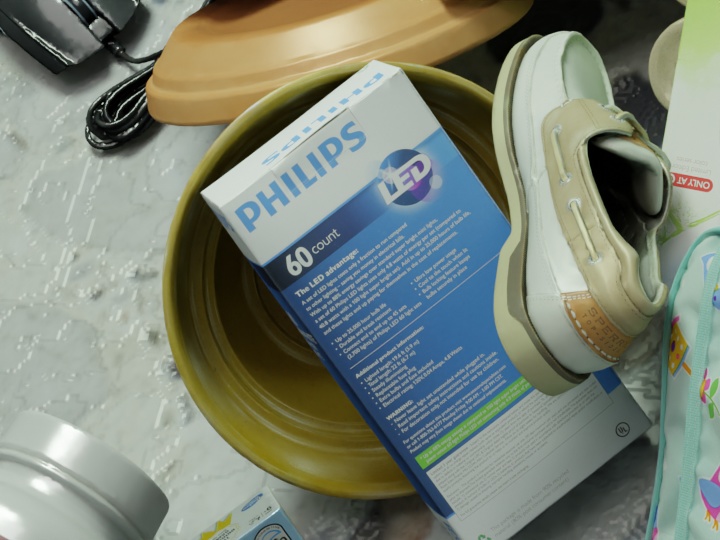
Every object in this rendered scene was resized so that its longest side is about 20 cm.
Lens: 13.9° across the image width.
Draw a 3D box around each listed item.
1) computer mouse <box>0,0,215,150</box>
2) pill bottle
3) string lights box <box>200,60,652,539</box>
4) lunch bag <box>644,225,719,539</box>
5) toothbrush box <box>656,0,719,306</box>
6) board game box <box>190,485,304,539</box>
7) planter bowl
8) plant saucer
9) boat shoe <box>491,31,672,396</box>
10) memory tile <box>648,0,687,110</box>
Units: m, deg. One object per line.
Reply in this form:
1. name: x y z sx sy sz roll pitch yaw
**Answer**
1. computer mouse: -0.140 -0.167 1.604 0.140 0.046 0.200 -40 52 -6
2. pill bottle: -0.175 0.170 1.353 0.112 0.113 0.201 19 67 32
3. string lights box: 0.030 0.017 1.316 0.103 0.200 0.059 -37 13 -4
4. lunch bag: 0.182 0.083 1.208 0.160 0.077 0.202 13 96 58
5. toothbrush box: 0.218 -0.071 1.304 0.145 0.086 0.201 13 97 28
6. board game box: -0.082 0.206 1.278 0.200 0.135 0.034 -36 18 -2
7. planter bowl: 0.000 0.000 1.381 0.200 0.201 0.083 -39 14 -5
8. plant saucer: -0.014 -0.123 1.454 0.199 0.038 0.200 -16 15 5
9. boat shoe: 0.103 -0.035 1.291 0.068 0.075 0.201 -29 40 29
10. memory tile: 0.234 -0.141 1.359 0.199 0.017 0.155 5 93 20
